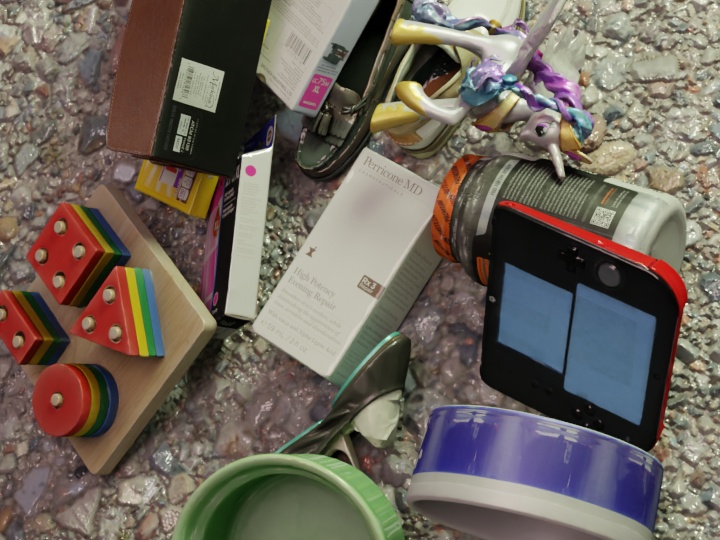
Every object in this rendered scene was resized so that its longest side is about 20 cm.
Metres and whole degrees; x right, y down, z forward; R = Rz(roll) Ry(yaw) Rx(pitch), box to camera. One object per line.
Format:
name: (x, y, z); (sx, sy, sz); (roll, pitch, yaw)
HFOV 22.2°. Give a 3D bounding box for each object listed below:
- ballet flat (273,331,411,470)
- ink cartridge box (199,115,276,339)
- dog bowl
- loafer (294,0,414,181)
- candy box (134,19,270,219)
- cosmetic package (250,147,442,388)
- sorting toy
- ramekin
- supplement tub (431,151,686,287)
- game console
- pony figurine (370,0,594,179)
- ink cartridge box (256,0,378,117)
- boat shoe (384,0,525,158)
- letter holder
ballet flat: (-0.010, 0.145, 1.643); (0.200, 0.068, 0.068); (-47, 71, 15)
ink cartridge box: (-0.117, -0.042, 1.731); (0.037, 0.095, 0.201); (13, 73, -19)
dog bowl: (0.142, 0.175, 1.486); (0.199, 0.200, 0.079); (8, 73, 25)
loafer: (-0.008, -0.182, 1.742); (0.072, 0.063, 0.201); (30, 87, 28)
candy box: (-0.155, -0.158, 1.780); (0.102, 0.026, 0.201); (24, 97, 50)
cosmetic package: (0.000, 0.000, 1.676); (0.101, 0.074, 0.201); (30, 88, 27)
sorting toy: (-0.259, 0.054, 1.735); (0.200, 0.069, 0.199); (-52, 59, 22)
ramekin: (-0.055, 0.252, 1.577); (0.199, 0.098, 0.201); (1, 92, 18)
supplement tub: (0.169, -0.030, 1.584); (0.199, 0.122, 0.123); (19, 81, 26)
game console: (0.180, 0.051, 1.526); (0.176, 0.201, 0.031); (22, 43, 23)
pony figurine: (0.127, -0.178, 1.599); (0.199, 0.167, 0.194); (14, 63, 16)
ink cartridge box: (-0.037, -0.259, 1.726); (0.119, 0.042, 0.201); (47, 117, 41)
boat shoe: (0.088, -0.202, 1.704); (0.074, 0.068, 0.201); (25, 84, 28)
letter holder: (-0.177, -0.201, 1.721); (0.142, 0.100, 0.201); (13, 90, 47)
